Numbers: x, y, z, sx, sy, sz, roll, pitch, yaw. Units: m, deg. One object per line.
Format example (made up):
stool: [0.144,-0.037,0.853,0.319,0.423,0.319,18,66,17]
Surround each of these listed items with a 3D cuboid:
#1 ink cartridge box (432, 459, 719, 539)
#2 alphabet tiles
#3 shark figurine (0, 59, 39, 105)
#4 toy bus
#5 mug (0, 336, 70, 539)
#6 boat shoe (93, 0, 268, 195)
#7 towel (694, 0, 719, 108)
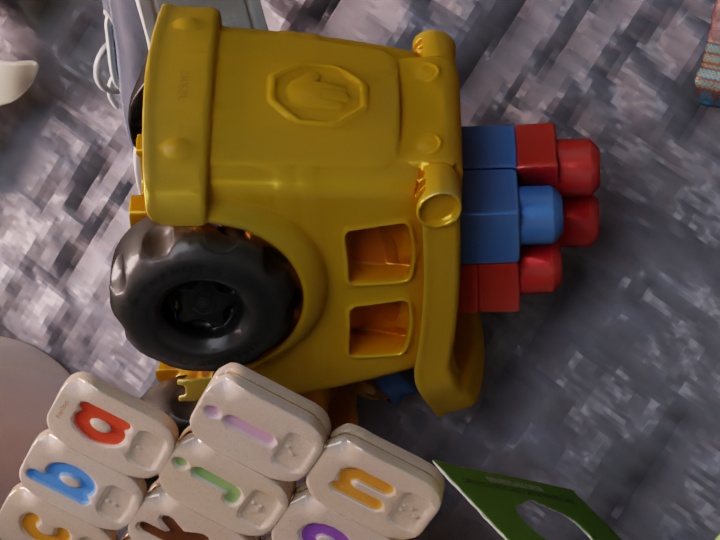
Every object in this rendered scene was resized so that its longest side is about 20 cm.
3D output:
ink cartridge box: [0.140,0.115,0.911,0.200,0.148,0.076,44,102,25]
alphabet tiles: [-0.044,0.115,0.997,0.196,0.015,0.200,27,137,-5]
shark figurine: [-0.165,-0.131,1.149,0.128,0.090,0.214,44,114,-9]
toy bus: [0.000,0.000,1.007,0.192,0.200,0.136,0,43,-2]
mug: [-0.228,0.098,1.098,0.186,0.153,0.150,-12,78,25]
boat shoe: [-0.077,-0.094,1.064,0.075,0.200,0.062,-19,35,-11]
towel: [0.236,-0.120,0.971,0.200,0.022,0.147,11,86,28]
